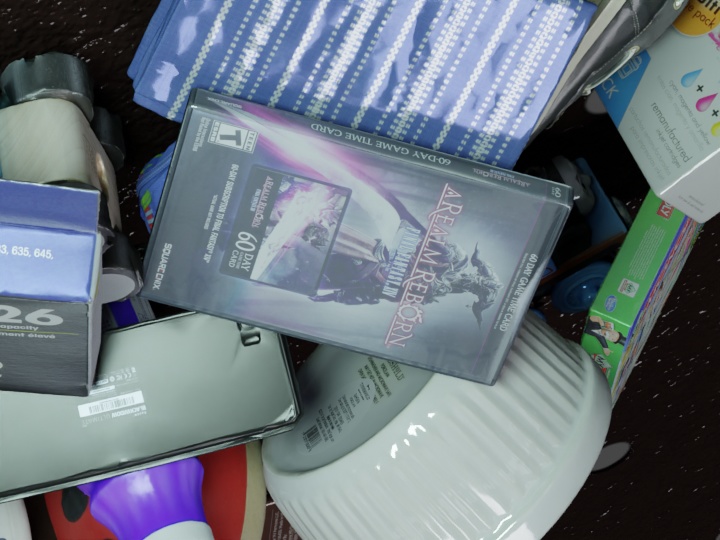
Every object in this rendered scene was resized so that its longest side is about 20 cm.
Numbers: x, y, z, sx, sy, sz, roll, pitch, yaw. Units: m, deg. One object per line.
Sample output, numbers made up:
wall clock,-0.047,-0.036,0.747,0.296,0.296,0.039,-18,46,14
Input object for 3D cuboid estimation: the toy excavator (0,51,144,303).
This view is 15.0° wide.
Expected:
toy excavator,-0.226,-0.040,1.380,0.199,0.100,0.195,-13,156,5

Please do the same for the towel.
towel,-0.001,-0.112,1.372,0.199,0.024,0.145,22,115,-14

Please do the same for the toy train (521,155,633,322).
toy train,0.072,0.000,1.689,0.199,0.087,0.114,-29,145,4

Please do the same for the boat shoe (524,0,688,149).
boat shoe,0.110,-0.112,1.549,0.067,0.072,0.200,12,131,-43

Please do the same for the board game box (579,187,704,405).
board game box,0.181,-0.009,1.689,0.135,0.029,0.200,99,18,-57

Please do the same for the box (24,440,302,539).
box,-0.131,0.147,1.734,0.199,0.100,0.075,-14,141,-21

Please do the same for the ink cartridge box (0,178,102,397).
ink cartridge box,-0.226,0.007,1.343,0.197,0.047,0.200,6,160,-3

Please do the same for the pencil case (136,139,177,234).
pencil case,-0.047,-0.085,1.458,0.087,0.078,0.200,19,131,-27

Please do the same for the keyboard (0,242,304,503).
keyboard,-0.139,0.047,1.472,0.199,0.128,0.021,-13,-178,-1

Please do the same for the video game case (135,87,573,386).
video game case,-0.006,-0.014,1.410,0.199,0.019,0.143,15,135,-6

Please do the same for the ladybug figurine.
ladybug figurine,-0.126,0.115,1.589,0.135,0.201,0.072,-27,150,10

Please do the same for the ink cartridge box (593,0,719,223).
ink cartridge box,0.236,-0.135,1.570,0.200,0.115,0.068,-37,150,17

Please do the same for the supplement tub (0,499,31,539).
supplement tub,-0.306,0.173,1.594,0.199,0.145,0.145,-3,143,-36

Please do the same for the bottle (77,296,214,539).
bottle,-0.136,0.080,1.525,0.083,0.201,0.065,-38,150,20

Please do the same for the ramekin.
ramekin,0.036,0.091,1.564,0.200,0.200,0.105,-37,113,18
